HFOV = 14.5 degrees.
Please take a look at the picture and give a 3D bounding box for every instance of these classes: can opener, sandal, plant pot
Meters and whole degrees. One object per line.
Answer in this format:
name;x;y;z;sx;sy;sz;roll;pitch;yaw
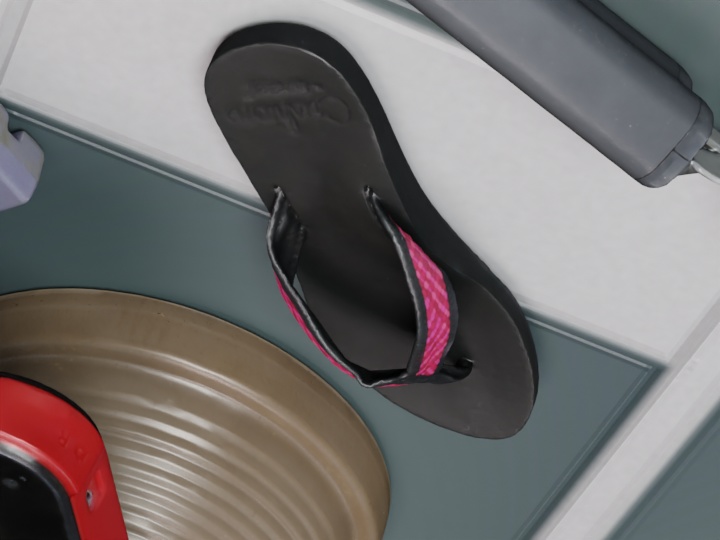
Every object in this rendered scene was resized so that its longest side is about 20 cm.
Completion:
can opener;0.097;-0.064;0.874;0.200;0.053;0.067;36;105;-23
sandal;0.000;0.000;0.971;0.075;0.045;0.200;-8;136;26
plant pot;-0.094;0.105;1.093;0.200;0.093;0.201;9;140;7

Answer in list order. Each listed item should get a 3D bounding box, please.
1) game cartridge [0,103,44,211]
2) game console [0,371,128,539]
game cartridge;-0.216;-0.078;0.960;0.129;0.039;0.200;-18;131;29
game console;-0.167;0.091;1.000;0.176;0.031;0.201;11;144;12
